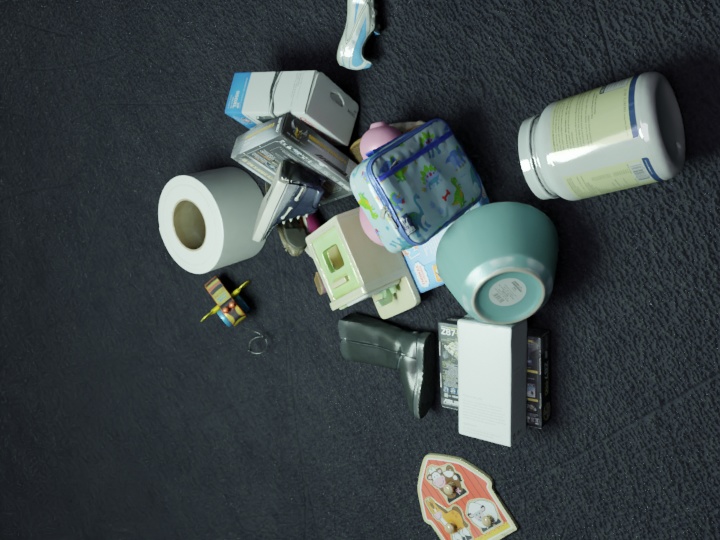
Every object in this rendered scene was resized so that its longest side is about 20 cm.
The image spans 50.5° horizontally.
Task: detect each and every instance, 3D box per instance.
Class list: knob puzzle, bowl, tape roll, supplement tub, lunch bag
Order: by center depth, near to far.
[{"bbox_3d":[0.338,-0.182,1.076,0.198,0.144,0.148,-11,97,39],"label":"supplement tub"},{"bbox_3d":[0.219,0.007,1.180,0.196,0.106,0.203,-2,132,-2],"label":"bowl"},{"bbox_3d":[0.088,-0.135,1.191,0.082,0.199,0.163,-22,99,56],"label":"lunch bag"},{"bbox_3d":[0.179,0.442,1.457,0.217,0.030,0.224,12,111,35],"label":"knob puzzle"},{"bbox_3d":[-0.310,-0.108,1.604,0.200,0.138,0.207,12,110,34],"label":"tape roll"}]

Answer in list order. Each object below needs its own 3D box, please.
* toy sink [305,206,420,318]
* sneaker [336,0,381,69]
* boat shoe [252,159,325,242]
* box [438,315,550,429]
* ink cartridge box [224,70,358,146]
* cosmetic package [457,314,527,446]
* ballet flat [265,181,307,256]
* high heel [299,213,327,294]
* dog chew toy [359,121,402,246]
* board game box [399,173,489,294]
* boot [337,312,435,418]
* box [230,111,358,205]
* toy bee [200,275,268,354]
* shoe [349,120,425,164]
[{"bbox_3d":[0.000,0.000,1.391,0.130,0.111,0.203,-27,85,56],"label":"toy sink"},{"bbox_3d":[0.007,-0.449,1.313,0.071,0.072,0.204,9,105,-1],"label":"sneaker"},{"bbox_3d":[-0.132,-0.110,1.395,0.091,0.076,0.201,17,142,-16],"label":"boat shoe"},{"bbox_3d":[0.231,0.174,1.326,0.197,0.049,0.165,6,108,36],"label":"box"},{"bbox_3d":[-0.124,-0.294,1.390,0.197,0.144,0.086,9,80,36],"label":"ink cartridge box"},{"bbox_3d":[0.218,0.176,1.261,0.100,0.074,0.204,8,105,34],"label":"cosmetic package"},{"bbox_3d":[-0.147,-0.111,1.494,0.047,0.066,0.203,-60,42,48],"label":"ballet flat"},{"bbox_3d":[-0.059,-0.051,1.497,0.068,0.094,0.203,111,144,-58],"label":"high heel"},{"bbox_3d":[0.049,-0.147,1.280,0.123,0.124,0.204,-6,99,38],"label":"dog chew toy"},{"bbox_3d":[0.147,-0.058,1.329,0.198,0.036,0.154,-23,88,39],"label":"board game box"},{"bbox_3d":[0.045,0.180,1.459,0.197,0.065,0.168,9,100,32],"label":"boot"},{"bbox_3d":[-0.112,-0.194,1.389,0.157,0.199,0.049,-11,55,47],"label":"box"},{"bbox_3d":[-0.276,0.074,1.652,0.198,0.109,0.132,26,74,20],"label":"toy bee"},{"bbox_3d":[0.064,-0.222,1.343,0.198,0.053,0.071,-5,123,42],"label":"shoe"}]
